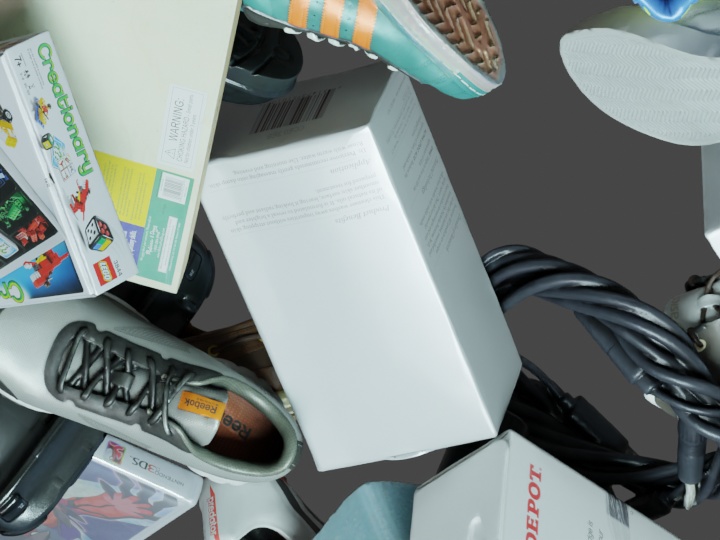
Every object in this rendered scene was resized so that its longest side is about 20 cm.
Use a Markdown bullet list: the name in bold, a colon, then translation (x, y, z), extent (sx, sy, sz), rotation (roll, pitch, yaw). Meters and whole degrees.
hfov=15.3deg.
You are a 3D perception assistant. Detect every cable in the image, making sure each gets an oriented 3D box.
- **cable**: translation (0.133, 0.066, 1.502), extent (0.200, 0.051, 0.163), rotation (51, 149, -19)

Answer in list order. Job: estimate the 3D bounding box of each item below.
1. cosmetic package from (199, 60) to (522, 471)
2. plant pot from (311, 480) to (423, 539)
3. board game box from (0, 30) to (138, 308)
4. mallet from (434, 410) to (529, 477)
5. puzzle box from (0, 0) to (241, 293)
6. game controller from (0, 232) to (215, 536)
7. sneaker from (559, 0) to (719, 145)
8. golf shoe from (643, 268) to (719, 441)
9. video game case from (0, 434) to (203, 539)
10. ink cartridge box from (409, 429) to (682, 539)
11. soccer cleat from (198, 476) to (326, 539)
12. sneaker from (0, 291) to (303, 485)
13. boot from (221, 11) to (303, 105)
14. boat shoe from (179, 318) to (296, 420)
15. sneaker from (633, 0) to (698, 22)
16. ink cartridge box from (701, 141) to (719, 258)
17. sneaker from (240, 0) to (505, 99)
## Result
- **cosmetic package**: translation (0.000, 0.000, 1.442), extent (0.112, 0.081, 0.201), rotation (-11, 119, 21)
- **plant pot**: translation (0.057, 0.268, 1.555), extent (0.195, 0.201, 0.196), rotation (11, 130, -38)
- **board game box**: translation (-0.204, -0.043, 1.353), extent (0.199, 0.035, 0.127), rotation (-6, 108, 47)
- **mallet**: translation (0.124, 0.158, 1.535), extent (0.200, 0.066, 0.041), rotation (40, 159, -13)
- **puzzle box**: translation (-0.138, -0.085, 1.355), extent (0.132, 0.026, 0.201), rotation (16, 130, 0)
- **game controller**: translation (-0.168, 0.044, 1.476), extent (0.104, 0.042, 0.201), rotation (37, 80, -8)
- **sneaker**: translation (0.202, -0.125, 1.356), extent (0.199, 0.116, 0.074), rotation (9, 138, 48)
- **golf shoe**: translation (0.218, 0.026, 1.479), extent (0.094, 0.078, 0.201), rotation (17, 132, -5)
- **video game case**: translation (-0.211, 0.121, 1.581), extent (0.181, 0.023, 0.200), rotation (26, 150, -17)
- **ink cartridge box**: translation (0.120, 0.202, 1.451), extent (0.199, 0.146, 0.084), rotation (33, 133, -27)
- **soccer cleat**: translation (-0.023, 0.188, 1.631), extent (0.068, 0.086, 0.200), rotation (-34, 120, 28)
- **sneaker**: translation (-0.116, 0.058, 1.428), extent (0.199, 0.079, 0.074), rotation (23, 85, -20)
- **boot**: translation (-0.146, -0.096, 1.407), extent (0.197, 0.074, 0.163), rotation (25, 126, -8)
- **boat shoe**: translation (-0.114, 0.054, 1.544), extent (0.198, 0.072, 0.068), rotation (-4, 97, 18)
- **sneaker**: translation (0.147, -0.206, 1.270), extent (0.075, 0.105, 0.201), rotation (-5, 130, 8)
- **ink cartridge box**: translation (0.275, -0.071, 1.349), extent (0.199, 0.147, 0.086), rotation (-23, 124, 22)
- **sneaker**: translation (-0.015, -0.148, 1.360), extent (0.200, 0.072, 0.080), rotation (40, 127, -20)
